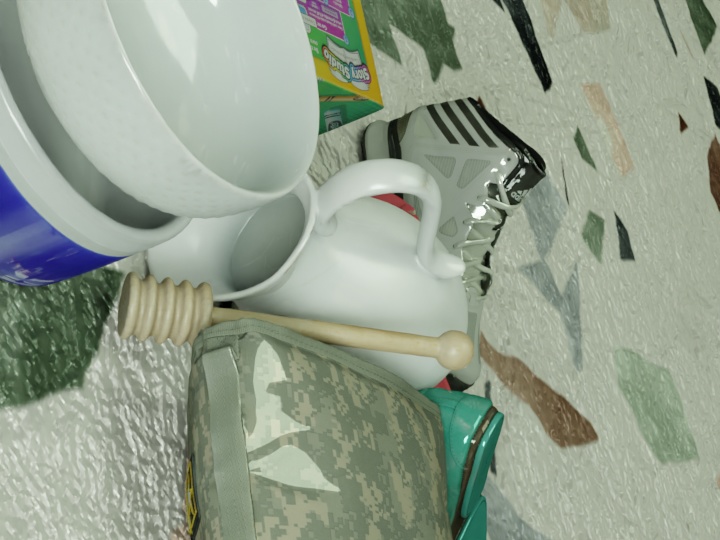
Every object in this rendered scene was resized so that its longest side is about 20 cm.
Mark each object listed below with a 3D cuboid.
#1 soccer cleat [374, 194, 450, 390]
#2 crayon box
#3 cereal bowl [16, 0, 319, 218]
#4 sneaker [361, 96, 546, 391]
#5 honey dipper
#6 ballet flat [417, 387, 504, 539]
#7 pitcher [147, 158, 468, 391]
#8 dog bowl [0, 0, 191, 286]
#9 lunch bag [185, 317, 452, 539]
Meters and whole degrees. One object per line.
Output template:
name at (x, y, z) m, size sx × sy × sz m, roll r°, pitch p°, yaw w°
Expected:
soccer cleat at (0.019, 0.040, 1.571) m, size 0.077 × 0.066 × 0.201 m, roll 100°, pitch -18°, yaw -52°
crayon box at (-0.065, -0.166, 1.539) m, size 0.200 × 0.058 × 0.120 m, roll 17°, pitch 57°, yaw -60°
cereal bowl at (-0.106, -0.115, 1.205) m, size 0.200 × 0.083 × 0.201 m, roll 45°, pitch 34°, yaw -42°
sneaker at (0.074, -0.025, 1.648) m, size 0.076 × 0.115 × 0.202 m, roll 15°, pitch 58°, yaw -60°
honey dipper at (-0.033, 0.034, 1.338) m, size 0.199 × 0.038 × 0.038 m, roll 10°, pitch 53°, yaw -13°
ballet flat at (0.044, 0.140, 1.493) m, size 0.067 × 0.070 × 0.201 m, roll -53°, pitch 158°, yaw -40°
pitcher at (0.000, 0.000, 1.414) m, size 0.200 × 0.171 × 0.122 m, roll 34°, pitch 48°, yaw -50°
dog bowl at (-0.166, -0.096, 1.262) m, size 0.200 × 0.078 × 0.201 m, roll 44°, pitch 34°, yaw -42°
lunch bag at (-0.033, 0.131, 1.317) m, size 0.200 × 0.117 × 0.165 m, roll 38°, pitch 40°, yaw -55°
